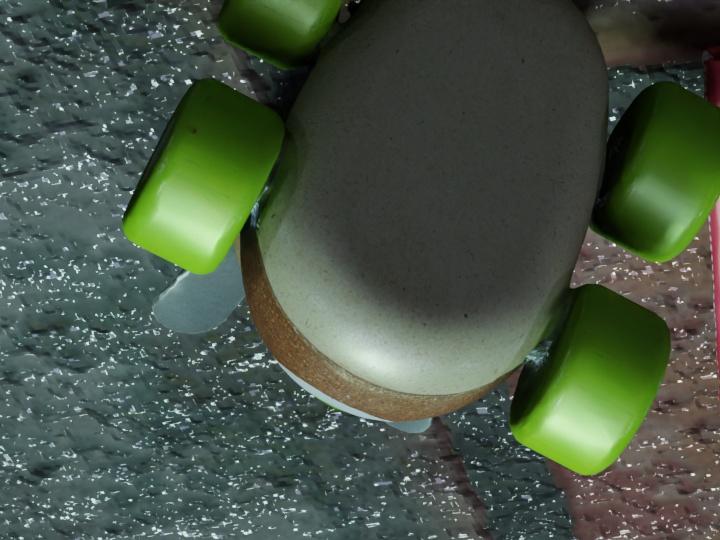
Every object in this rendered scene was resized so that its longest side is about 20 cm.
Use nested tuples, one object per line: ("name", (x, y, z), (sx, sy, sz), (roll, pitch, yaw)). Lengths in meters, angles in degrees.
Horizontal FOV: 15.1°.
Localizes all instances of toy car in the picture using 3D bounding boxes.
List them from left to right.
("toy car", (0.000, 0.000, 0.898), (0.164, 0.158, 0.200), (27, 149, -8))

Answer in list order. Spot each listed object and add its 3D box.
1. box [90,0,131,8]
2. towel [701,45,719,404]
("box", (-0.049, -0.174, 0.744), (0.192, 0.048, 0.200), (-12, 136, 32))
("towel", (0.215, -0.011, 0.895), (0.199, 0.023, 0.145), (2, 119, 16))
